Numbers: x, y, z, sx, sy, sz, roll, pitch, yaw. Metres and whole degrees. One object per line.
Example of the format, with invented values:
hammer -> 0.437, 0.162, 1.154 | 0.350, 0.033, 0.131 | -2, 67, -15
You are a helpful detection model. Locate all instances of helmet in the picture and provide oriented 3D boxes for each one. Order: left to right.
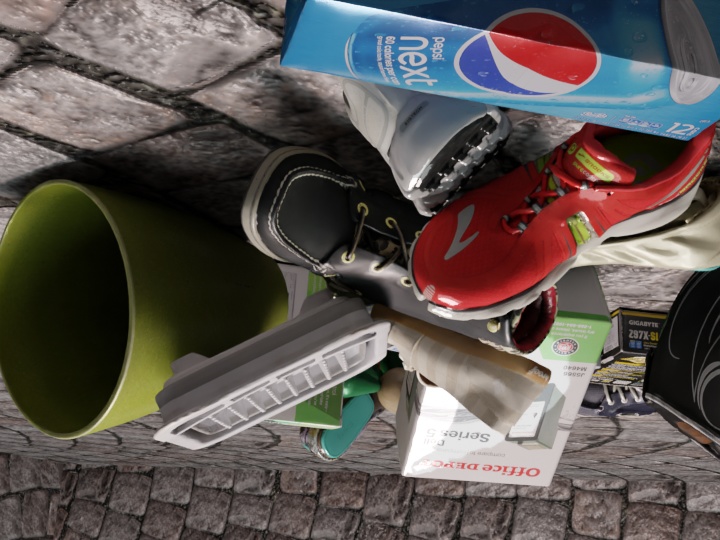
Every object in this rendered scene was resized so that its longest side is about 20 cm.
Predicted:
helmet -> 0.327, 0.064, 0.787 | 0.199, 0.191, 0.200 | 37, 180, 0

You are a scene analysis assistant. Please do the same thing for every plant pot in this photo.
plant pot -> -0.157, 0.029, 0.849 | 0.186, 0.190, 0.199 | -10, 173, 41

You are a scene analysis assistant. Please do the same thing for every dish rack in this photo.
dish rack -> -0.064, 0.071, 0.762 | 0.170, 0.044, 0.200 | -26, 168, -5

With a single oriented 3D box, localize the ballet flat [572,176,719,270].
ballet flat -> 0.156, -0.037, 0.727 | 0.197, 0.070, 0.069 | -2, 163, 14

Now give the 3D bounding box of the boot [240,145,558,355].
boot -> 0.032, -0.010, 0.668 | 0.153, 0.074, 0.203 | 23, 178, 30

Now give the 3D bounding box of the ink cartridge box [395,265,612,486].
ink cartridge box -> 0.118, 0.090, 0.935 | 0.144, 0.084, 0.202 | 5, 126, -7

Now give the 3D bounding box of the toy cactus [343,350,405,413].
toy cactus -> 0.016, 0.095, 1.083 | 0.164, 0.103, 0.199 | 31, -169, 27

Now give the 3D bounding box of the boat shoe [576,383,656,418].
boat shoe -> 0.309, 0.136, 1.278 | 0.198, 0.076, 0.092 | 6, 159, -36

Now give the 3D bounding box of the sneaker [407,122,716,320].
sneaker -> 0.112, -0.046, 0.593 | 0.199, 0.077, 0.085 | -29, 158, -13

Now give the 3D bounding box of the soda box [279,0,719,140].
soda box -> 0.069, -0.113, 0.454 | 0.198, 0.069, 0.064 | 8, 164, -12

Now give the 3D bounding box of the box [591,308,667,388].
box -> 0.340, 0.091, 1.134 | 0.197, 0.050, 0.160 | 6, 161, -7

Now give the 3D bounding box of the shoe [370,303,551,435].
shoe -> 0.059, 0.066, 0.777 | 0.069, 0.054, 0.200 | 21, 180, -30

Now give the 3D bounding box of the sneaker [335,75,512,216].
sneaker -> 0.034, -0.083, 0.587 | 0.081, 0.075, 0.200 | 45, -177, 8

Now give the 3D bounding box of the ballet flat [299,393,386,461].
ballet flat -> 0.003, 0.134, 1.196 | 0.072, 0.200, 0.072 | 33, 145, 27

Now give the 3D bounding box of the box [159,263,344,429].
box -> -0.109, 0.063, 0.973 | 0.198, 0.146, 0.036 | 8, 169, -11

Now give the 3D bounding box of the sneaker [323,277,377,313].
sneaker -> 0.000, 0.000, 0.875 | 0.089, 0.068, 0.200 | 14, 156, -27

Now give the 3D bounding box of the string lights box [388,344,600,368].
string lights box -> 0.133, 0.061, 1.059 | 0.198, 0.060, 0.102 | 14, 161, -31
